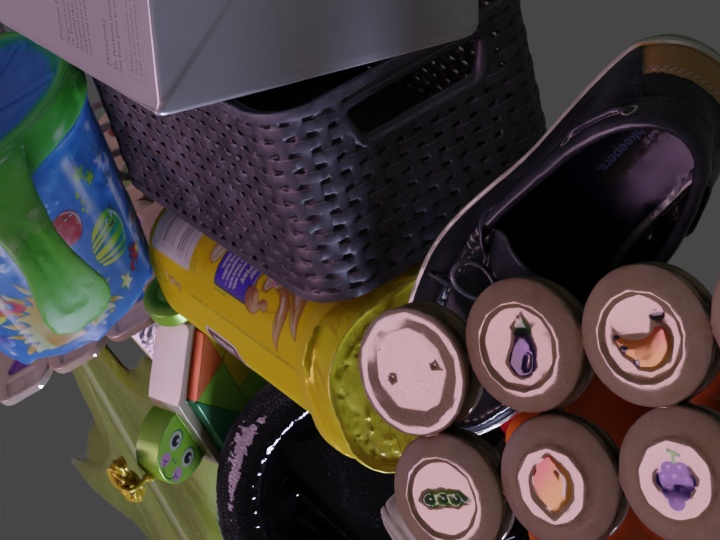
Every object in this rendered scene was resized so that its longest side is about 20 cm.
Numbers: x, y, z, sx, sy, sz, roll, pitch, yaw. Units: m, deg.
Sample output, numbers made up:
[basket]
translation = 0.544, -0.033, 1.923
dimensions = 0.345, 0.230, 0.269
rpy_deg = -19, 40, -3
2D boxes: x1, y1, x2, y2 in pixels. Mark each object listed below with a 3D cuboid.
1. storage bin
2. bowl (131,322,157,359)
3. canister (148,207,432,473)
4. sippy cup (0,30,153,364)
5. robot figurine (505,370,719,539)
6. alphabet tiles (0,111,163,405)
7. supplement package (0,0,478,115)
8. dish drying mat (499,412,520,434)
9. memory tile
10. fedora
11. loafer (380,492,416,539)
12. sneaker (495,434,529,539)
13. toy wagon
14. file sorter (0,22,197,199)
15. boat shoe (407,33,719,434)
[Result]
[storage bin]
translation = -0.024, -0.082, 0.725
dimensions = 0.200, 0.135, 0.094
rpy_deg = 32, 146, 49
[bowl]
translation = -0.113, 0.008, 1.072
dimensions = 0.201, 0.094, 0.201
rpy_deg = 45, 168, 12
[canister]
translation = 0.000, 0.000, 0.770
dimensions = 0.200, 0.148, 0.087
rpy_deg = 30, 146, 54
[sippy cup]
translation = -0.174, -0.029, 0.809
dimensions = 0.178, 0.139, 0.130
rpy_deg = -79, -32, -48
[robot figurine]
translation = 0.145, 0.099, 0.624
dimensions = 0.200, 0.116, 0.144
rpy_deg = 26, 107, 52
[alphabet tiles]
translation = -0.168, -0.015, 0.962
dimensions = 0.015, 0.200, 0.196
rpy_deg = 45, -157, -41
[supplement package]
translation = -0.070, -0.190, 0.623
dimensions = 0.200, 0.147, 0.192
rpy_deg = 32, 131, 49
[dish drying mat]
translation = 0.130, 0.129, 0.774
dimensions = 0.200, 0.018, 0.077
rpy_deg = 51, 163, -10
[memory tile]
translation = 0.091, 0.073, 0.560
dimensions = 0.200, 0.017, 0.154
rpy_deg = -11, 93, 39
[fedora]
translation = 0.011, 0.115, 0.927
dimensions = 0.092, 0.200, 0.201
rpy_deg = -97, -11, -63
[loafer]
translation = 0.098, 0.166, 0.785
dimensions = 0.200, 0.070, 0.070
rpy_deg = 38, 176, 13
[sneaker]
translation = 0.104, 0.176, 0.875
dimensions = 0.091, 0.076, 0.201
rpy_deg = -107, 4, -76
[toy wagon]
translation = -0.073, 0.048, 0.913
dimensions = 0.039, 0.200, 0.155
rpy_deg = 15, 150, 29
[file sorter]
translation = -0.127, -0.135, 0.898
dimensions = 0.200, 0.124, 0.139
rpy_deg = 27, 142, 54
[boat shoe]
translation = 0.071, -0.002, 0.609
dimensions = 0.075, 0.062, 0.200
rpy_deg = 33, 125, -5
